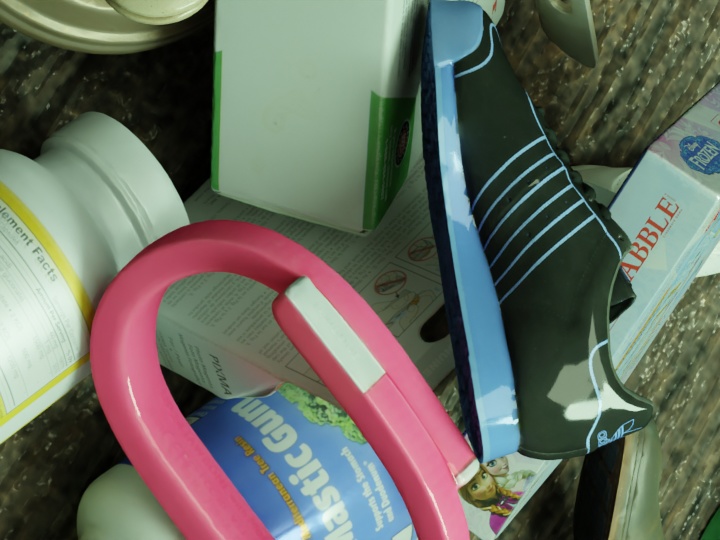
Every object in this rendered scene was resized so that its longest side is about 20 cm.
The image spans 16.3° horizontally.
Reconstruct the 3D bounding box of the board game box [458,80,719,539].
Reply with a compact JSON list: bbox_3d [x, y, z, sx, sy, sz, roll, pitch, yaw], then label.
[{"bbox_3d":[0.124,0.008,1.172,0.041,0.199,0.201,35,115,9],"label":"board game box"}]

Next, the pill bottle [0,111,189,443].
[{"bbox_3d":[-0.173,0.018,1.095,0.200,0.112,0.113,-38,109,-25],"label":"pill bottle"}]

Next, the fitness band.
[{"bbox_3d":[-0.031,0.072,1.051,0.201,0.143,0.037,54,43,-2],"label":"fitness band"}]

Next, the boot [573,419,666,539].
[{"bbox_3d":[0.160,0.160,1.291,0.096,0.075,0.202,1,113,-8],"label":"boot"}]

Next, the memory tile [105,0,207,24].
[{"bbox_3d":[-0.071,-0.200,1.040,0.153,0.017,0.200,38,67,15],"label":"memory tile"}]

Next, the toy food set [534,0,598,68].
[{"bbox_3d":[0.128,-0.220,1.226,0.144,0.060,0.201,64,43,-65],"label":"toy food set"}]

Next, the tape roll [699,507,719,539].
[{"bbox_3d":[0.268,0.203,1.402,0.199,0.048,0.202,0,91,-30],"label":"tape roll"}]

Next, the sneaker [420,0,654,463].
[{"bbox_3d":[0.071,-0.020,1.047,0.077,0.070,0.202,-7,77,-5],"label":"sneaker"}]

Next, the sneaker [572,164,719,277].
[{"bbox_3d":[0.160,-0.023,1.307,0.199,0.088,0.076,-14,99,-25],"label":"sneaker"}]

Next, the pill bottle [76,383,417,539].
[{"bbox_3d":[-0.061,0.121,1.165,0.199,0.112,0.113,-34,108,-27],"label":"pill bottle"}]

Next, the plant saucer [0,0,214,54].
[{"bbox_3d":[-0.109,-0.196,1.094,0.199,0.029,0.202,0,91,-29],"label":"plant saucer"}]

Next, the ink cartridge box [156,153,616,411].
[{"bbox_3d":[0.000,0.000,1.149,0.163,0.199,0.057,-45,139,-22],"label":"ink cartridge box"}]

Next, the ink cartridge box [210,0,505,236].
[{"bbox_3d":[0.006,-0.136,1.137,0.200,0.082,0.148,-59,158,-50],"label":"ink cartridge box"}]
